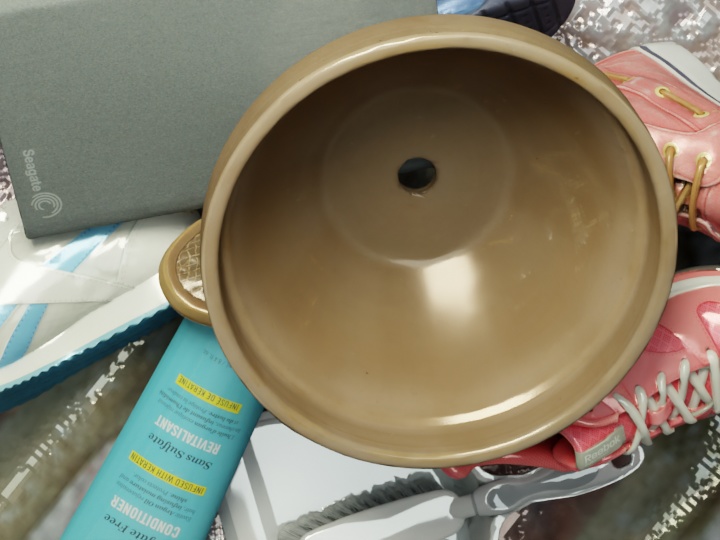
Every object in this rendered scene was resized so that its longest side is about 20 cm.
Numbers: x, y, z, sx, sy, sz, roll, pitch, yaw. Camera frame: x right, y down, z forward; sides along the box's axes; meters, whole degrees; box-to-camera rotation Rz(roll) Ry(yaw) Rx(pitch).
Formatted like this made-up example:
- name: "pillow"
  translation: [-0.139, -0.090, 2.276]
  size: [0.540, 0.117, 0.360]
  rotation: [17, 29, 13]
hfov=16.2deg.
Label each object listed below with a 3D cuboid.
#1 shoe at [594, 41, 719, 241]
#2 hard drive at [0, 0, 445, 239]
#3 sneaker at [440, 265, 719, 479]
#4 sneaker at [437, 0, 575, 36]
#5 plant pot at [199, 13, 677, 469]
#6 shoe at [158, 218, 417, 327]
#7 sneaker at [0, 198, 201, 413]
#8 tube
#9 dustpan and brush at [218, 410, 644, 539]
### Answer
- name: "shoe"
  translation: [0.145, -0.040, 1.145]
  size: [0.090, 0.200, 0.072]
  rotation: [-16, 124, -21]
- name: "hard drive"
  translation: [-0.064, -0.089, 1.110]
  size: [0.198, 0.033, 0.140]
  rotation: [-10, 134, -2]
- name: "sneaker"
  translation: [0.118, 0.059, 1.146]
  size: [0.198, 0.087, 0.074]
  rotation: [-9, 128, 8]
- name: "sneaker"
  translation: [0.002, -0.118, 1.186]
  size: [0.198, 0.074, 0.083]
  rotation: [-17, 65, 2]
- name: "plant pot"
  translation: [0.030, -0.023, 1.086]
  size: [0.199, 0.093, 0.202]
  rotation: [-2, 116, -5]
- name: "shoe"
  translation: [0.000, 0.000, 1.178]
  size: [0.198, 0.054, 0.070]
  rotation: [-9, 59, -21]
- name: "sneaker"
  translation: [-0.165, 0.017, 1.186]
  size: [0.199, 0.077, 0.081]
  rotation: [-28, 84, -11]
- name: "tube"
  translation: [-0.098, 0.110, 1.195]
  size: [0.077, 0.050, 0.201]
  rotation: [27, 101, 3]
- name: "dustpan and brush"
  translation: [0.036, 0.114, 1.200]
  size: [0.198, 0.057, 0.141]
  rotation: [-17, 90, -4]
